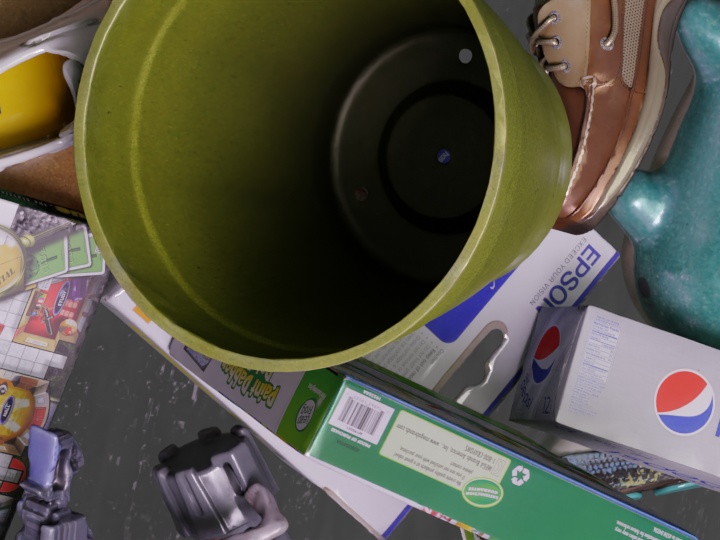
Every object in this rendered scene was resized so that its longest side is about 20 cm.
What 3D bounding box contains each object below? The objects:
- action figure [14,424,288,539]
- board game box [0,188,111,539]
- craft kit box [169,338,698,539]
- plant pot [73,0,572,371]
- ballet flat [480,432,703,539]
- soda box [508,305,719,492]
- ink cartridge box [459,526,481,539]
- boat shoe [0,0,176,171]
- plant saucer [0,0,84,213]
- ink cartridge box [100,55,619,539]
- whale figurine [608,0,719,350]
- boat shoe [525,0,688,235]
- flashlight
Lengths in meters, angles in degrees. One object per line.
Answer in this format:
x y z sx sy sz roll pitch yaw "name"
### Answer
-0.103 0.166 1.289 0.193 0.105 0.200 -22 125 -38 "action figure"
-0.195 0.055 1.328 0.105 0.023 0.200 16 107 -22 "board game box"
0.030 0.081 1.303 0.200 0.197 0.049 26 94 -24 "craft kit box"
0.005 -0.055 1.251 0.193 0.200 0.201 4 104 -66 "plant pot"
0.143 0.095 1.478 0.200 0.074 0.074 -12 106 -21 "ballet flat"
0.182 0.077 1.417 0.200 0.068 0.064 19 82 -16 "soda box"
0.044 0.211 1.353 0.076 0.200 0.148 -14 73 5 "ink cartridge box"
-0.126 -0.084 1.261 0.202 0.086 0.075 -16 117 -17 "boat shoe"
-0.176 -0.110 1.300 0.200 0.035 0.201 -9 115 -21 "plant saucer"
0.000 0.000 1.404 0.200 0.047 0.198 44 82 -26 "ink cartridge box"
0.206 -0.044 1.440 0.159 0.104 0.200 -6 107 -20 "whale figurine"
0.118 -0.118 1.405 0.074 0.076 0.200 21 76 -13 "boat shoe"
-0.046 0.176 1.415 0.068 0.068 0.200 -24 106 5 "flashlight"
